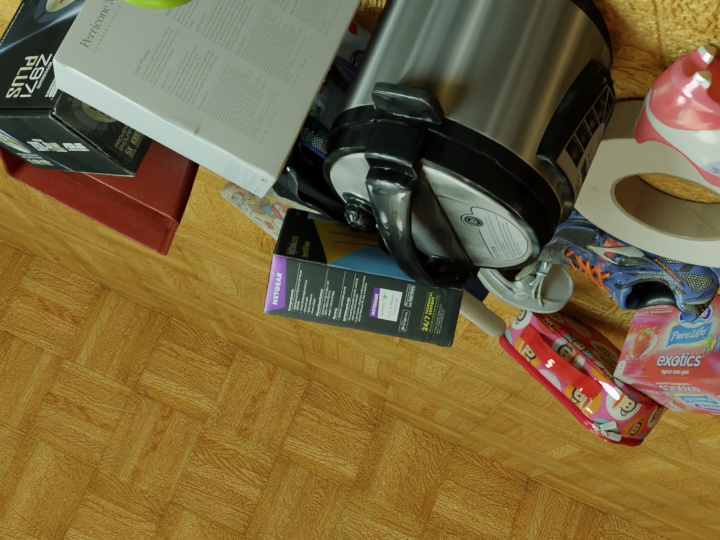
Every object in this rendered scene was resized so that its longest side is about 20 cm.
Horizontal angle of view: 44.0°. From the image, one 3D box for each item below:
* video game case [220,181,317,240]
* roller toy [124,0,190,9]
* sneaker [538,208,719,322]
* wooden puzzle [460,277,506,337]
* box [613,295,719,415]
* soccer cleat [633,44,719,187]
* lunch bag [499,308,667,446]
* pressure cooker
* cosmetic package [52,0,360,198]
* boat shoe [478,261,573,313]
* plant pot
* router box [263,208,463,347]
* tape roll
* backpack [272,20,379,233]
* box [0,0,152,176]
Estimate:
[{"bbox_3d":[-0.071,-0.065,1.177,0.199,0.023,0.181,40,153,-22],"label":"video game case"},{"bbox_3d":[-0.108,-0.245,0.417,0.138,0.202,0.183,9,146,47],"label":"roller toy"},{"bbox_3d":[0.248,-0.005,0.854,0.197,0.080,0.075,13,161,37],"label":"sneaker"},{"bbox_3d":[0.081,-0.017,1.037,0.184,0.047,0.200,37,-173,-17],"label":"wooden puzzle"},{"bbox_3d":[0.380,0.092,0.942,0.101,0.096,0.199,29,165,-17],"label":"box"},{"bbox_3d":[0.278,-0.072,0.592,0.198,0.067,0.077,30,144,-1],"label":"soccer cleat"},{"bbox_3d":[0.268,0.122,1.086,0.175,0.083,0.200,17,-158,-52],"label":"lunch bag"},{"bbox_3d":[0.068,-0.091,0.616,0.174,0.203,0.178,29,163,-19],"label":"pressure cooker"},{"bbox_3d":[-0.084,-0.173,0.576,0.149,0.203,0.052,28,164,-13],"label":"cosmetic package"},{"bbox_3d":[0.158,-0.019,0.965,0.201,0.075,0.065,37,166,-18],"label":"boat shoe"},{"bbox_3d":[-0.251,-0.155,0.945,0.197,0.179,0.200,27,166,-11],"label":"plant pot"},{"bbox_3d":[0.000,0.000,0.751,0.146,0.052,0.200,10,-167,-4],"label":"router box"},{"bbox_3d":[0.258,-0.065,0.721,0.199,0.038,0.203,24,165,7],"label":"tape roll"},{"bbox_3d":[-0.033,-0.122,0.766,0.190,0.156,0.199,37,171,-40],"label":"backpack"},{"bbox_3d":[-0.215,-0.188,0.730,0.162,0.203,0.086,10,160,43],"label":"box"}]
